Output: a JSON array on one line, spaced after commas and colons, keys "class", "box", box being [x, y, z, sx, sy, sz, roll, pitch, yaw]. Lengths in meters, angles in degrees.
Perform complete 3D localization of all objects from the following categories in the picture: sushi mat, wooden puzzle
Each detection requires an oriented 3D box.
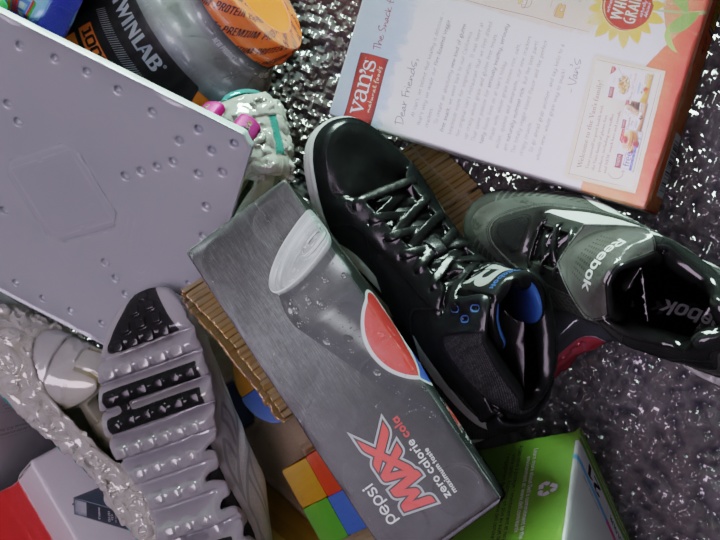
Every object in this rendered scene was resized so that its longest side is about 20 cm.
[{"class": "sushi mat", "box": [0.000, 0.000, 0.863, 0.096, 0.199, 0.012, 51, 151, 11]}, {"class": "wooden puzzle", "box": [-0.052, 0.110, 0.915, 0.185, 0.046, 0.201, -34, 80, 46]}]

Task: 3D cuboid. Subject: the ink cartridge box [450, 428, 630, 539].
[{"class": "ink cartridge box", "box": [0.103, 0.210, 0.796, 0.075, 0.201, 0.149, -16, 118, 21]}]

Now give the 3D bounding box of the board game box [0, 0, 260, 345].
[{"class": "board game box", "box": [-0.167, -0.051, 0.855, 0.199, 0.026, 0.201, 27, 132, 5]}]

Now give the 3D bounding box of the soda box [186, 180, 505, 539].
[{"class": "soda box", "box": [-0.006, 0.055, 0.777, 0.071, 0.063, 0.201, -35, 80, 3]}]

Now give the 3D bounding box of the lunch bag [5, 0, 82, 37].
[{"class": "lunch bag", "box": [-0.193, -0.223, 0.894, 0.199, 0.094, 0.152, 30, 94, 44]}]

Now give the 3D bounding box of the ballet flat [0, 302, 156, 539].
[{"class": "ballet flat", "box": [-0.158, 0.088, 0.919, 0.072, 0.072, 0.200, -37, 101, 20]}]

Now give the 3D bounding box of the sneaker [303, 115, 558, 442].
[{"class": "sneaker", "box": [0.048, -0.007, 0.800, 0.201, 0.073, 0.112, 62, 153, 0]}]

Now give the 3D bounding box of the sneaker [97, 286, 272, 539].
[{"class": "sneaker", "box": [-0.097, 0.107, 0.869, 0.074, 0.081, 0.202, -13, 94, 19]}]

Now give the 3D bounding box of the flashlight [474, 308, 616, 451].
[{"class": "flashlight", "box": [0.106, 0.065, 0.878, 0.200, 0.068, 0.068, -41, 68, 15]}]

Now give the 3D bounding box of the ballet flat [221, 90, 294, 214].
[{"class": "ballet flat", "box": [-0.097, -0.025, 0.901, 0.072, 0.072, 0.200, 48, 135, 11]}]

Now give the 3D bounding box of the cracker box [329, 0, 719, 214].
[{"class": "cracker box", "box": [0.095, -0.125, 0.857, 0.198, 0.058, 0.135, 19, 94, 18]}]

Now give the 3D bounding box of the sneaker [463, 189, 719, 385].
[{"class": "sneaker", "box": [0.131, -0.002, 0.785, 0.199, 0.090, 0.067, 28, 93, 31]}]

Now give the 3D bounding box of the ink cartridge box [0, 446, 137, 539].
[{"class": "ink cartridge box", "box": [-0.163, 0.211, 0.941, 0.201, 0.175, 0.045, 57, 146, 7]}]

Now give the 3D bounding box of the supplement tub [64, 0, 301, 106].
[{"class": "supplement tub", "box": [-0.141, -0.120, 0.922, 0.199, 0.122, 0.123, -35, 82, 21]}]

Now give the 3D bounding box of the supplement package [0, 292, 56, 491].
[{"class": "supplement package", "box": [-0.291, 0.122, 1.005, 0.121, 0.120, 0.201, 31, 105, 16]}]
